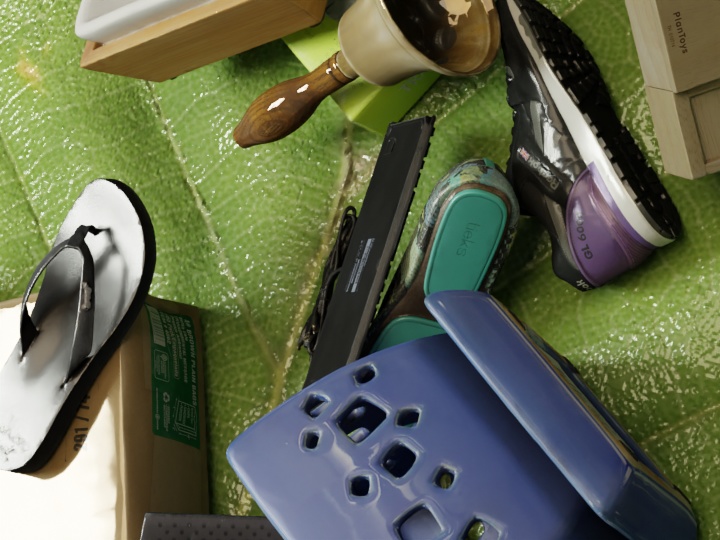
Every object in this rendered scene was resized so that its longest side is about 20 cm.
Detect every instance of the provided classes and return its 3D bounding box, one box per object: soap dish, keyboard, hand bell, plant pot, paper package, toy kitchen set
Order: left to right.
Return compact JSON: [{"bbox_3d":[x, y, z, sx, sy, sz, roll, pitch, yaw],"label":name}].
[{"bbox_3d":[-0.202,0.124,1.606,0.190,0.103,0.201,-12,71,25],"label":"paper package"},{"bbox_3d":[-0.091,-0.214,1.597,0.200,0.081,0.158,-15,51,44],"label":"soap dish"},{"bbox_3d":[-0.016,-0.126,1.530,0.200,0.104,0.105,-32,63,40],"label":"hand bell"},{"bbox_3d":[0.000,0.000,1.532,0.127,0.021,0.201,-3,67,71],"label":"keyboard"},{"bbox_3d":[0.071,0.136,1.397,0.180,0.200,0.200,-43,61,6],"label":"plant pot"},{"bbox_3d":[0.216,-0.184,1.472,0.163,0.180,0.201,-19,104,-14],"label":"toy kitchen set"}]

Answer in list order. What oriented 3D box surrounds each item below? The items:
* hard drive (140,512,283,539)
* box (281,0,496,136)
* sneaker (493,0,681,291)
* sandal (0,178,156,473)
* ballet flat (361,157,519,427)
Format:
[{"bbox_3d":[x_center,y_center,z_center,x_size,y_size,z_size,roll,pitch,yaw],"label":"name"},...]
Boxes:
[{"bbox_3d":[-0.081,0.253,1.498,0.134,0.042,0.201,3,82,-14],"label":"hard drive"},{"bbox_3d":[0.039,-0.202,1.582,0.200,0.048,0.122,-47,60,13],"label":"box"},{"bbox_3d":[0.114,-0.081,1.496,0.087,0.076,0.200,-37,62,24],"label":"sneaker"},{"bbox_3d":[-0.190,0.036,1.537,0.076,0.043,0.201,22,89,31],"label":"sandal"},{"bbox_3d":[0.048,0.016,1.506,0.074,0.074,0.200,45,123,30],"label":"ballet flat"}]
